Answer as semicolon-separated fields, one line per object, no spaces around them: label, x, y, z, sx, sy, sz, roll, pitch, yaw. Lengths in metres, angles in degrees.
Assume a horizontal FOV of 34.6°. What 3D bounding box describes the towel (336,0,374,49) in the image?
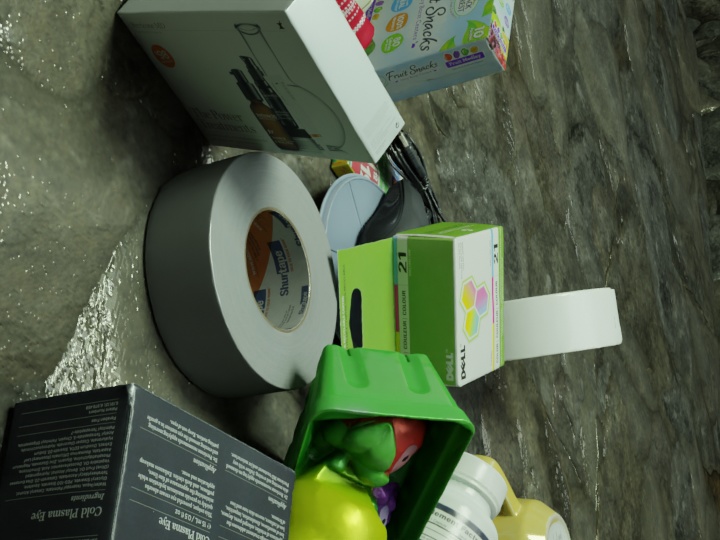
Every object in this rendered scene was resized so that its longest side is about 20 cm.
towel;-0.074;-0.226;1.050;0.145;0.022;0.200;-50;140;-4

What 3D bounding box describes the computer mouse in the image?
computer mouse;0.052;-0.047;1.220;0.139;0.052;0.200;62;33;-33

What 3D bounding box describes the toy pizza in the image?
toy pizza;0.000;0.000;1.200;0.200;0.032;0.201;27;59;-56

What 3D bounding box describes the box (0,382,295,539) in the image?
box;-0.142;0.198;0.764;0.200;0.104;0.183;42;43;-51

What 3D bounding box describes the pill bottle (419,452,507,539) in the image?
pill bottle;0.062;0.271;1.083;0.200;0.111;0.111;-57;133;-32

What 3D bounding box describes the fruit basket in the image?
fruit basket;-0.006;0.187;0.928;0.216;0.155;0.217;-173;-90;-75

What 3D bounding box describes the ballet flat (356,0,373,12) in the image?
ballet flat;-0.016;-0.307;1.246;0.072;0.072;0.201;55;35;-39

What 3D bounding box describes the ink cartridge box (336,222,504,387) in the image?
ink cartridge box;0.062;0.040;1.110;0.200;0.075;0.149;-16;107;-57

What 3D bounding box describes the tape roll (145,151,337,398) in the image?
tape roll;-0.095;0.005;0.974;0.200;0.066;0.201;36;49;-55

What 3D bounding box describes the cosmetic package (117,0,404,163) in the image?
cosmetic package;-0.080;-0.161;0.915;0.052;0.199;0.151;-53;132;-26

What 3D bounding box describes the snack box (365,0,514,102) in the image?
snack box;0.061;-0.249;1.229;0.053;0.199;0.143;52;37;-41

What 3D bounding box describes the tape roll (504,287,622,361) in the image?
tape roll;0.214;0.070;1.416;0.202;0.201;0.071;3;78;-63

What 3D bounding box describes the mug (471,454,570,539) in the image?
mug;0.133;0.298;1.224;0.187;0.152;0.150;48;41;-46

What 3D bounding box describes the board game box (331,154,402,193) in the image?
board game box;0.030;-0.088;1.305;0.200;0.030;0.096;56;35;-43
